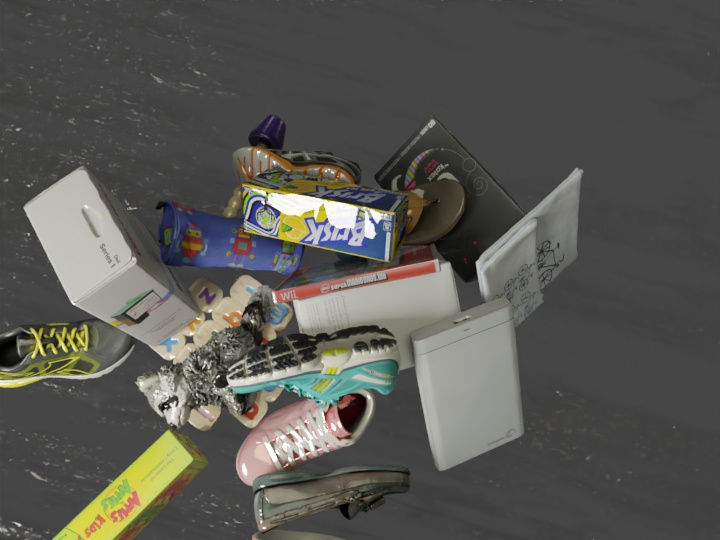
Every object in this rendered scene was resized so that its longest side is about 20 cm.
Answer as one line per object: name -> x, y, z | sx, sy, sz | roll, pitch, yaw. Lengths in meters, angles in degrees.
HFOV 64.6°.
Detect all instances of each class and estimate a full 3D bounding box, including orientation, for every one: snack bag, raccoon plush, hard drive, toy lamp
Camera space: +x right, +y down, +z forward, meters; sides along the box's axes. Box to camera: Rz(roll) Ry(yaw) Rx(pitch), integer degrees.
snack bag -> 0.235, -0.011, 0.769 | 0.199, 0.190, 0.021 | -40, 51, -14
raccoon plush -> -0.195, 0.111, 0.744 | 0.131, 0.098, 0.202 | 2, 39, 12
hard drive -> 0.138, 0.146, 0.715 | 0.129, 0.027, 0.204 | -19, 117, -12
toy lamp -> -0.163, -0.141, 0.848 | 0.057, 0.058, 0.204 | 19, 71, 2

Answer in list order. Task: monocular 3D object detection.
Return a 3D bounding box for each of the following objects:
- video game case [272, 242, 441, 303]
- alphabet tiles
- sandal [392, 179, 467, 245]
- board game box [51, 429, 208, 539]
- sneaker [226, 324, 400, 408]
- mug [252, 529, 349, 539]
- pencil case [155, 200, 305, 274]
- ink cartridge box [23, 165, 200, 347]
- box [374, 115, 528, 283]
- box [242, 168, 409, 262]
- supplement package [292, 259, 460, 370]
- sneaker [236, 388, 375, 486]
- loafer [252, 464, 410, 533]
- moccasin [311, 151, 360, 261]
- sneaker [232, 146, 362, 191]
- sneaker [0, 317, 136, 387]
video game case -> 0.000, 0.000, 0.712 | 0.195, 0.143, 0.018 | -12, 99, 7
alphabet tiles -> -0.183, 0.108, 0.777 | 0.194, 0.015, 0.201 | 34, 71, 10
sandal -> 0.042, -0.075, 0.742 | 0.195, 0.055, 0.084 | -5, 77, 10
board game box -> -0.274, 0.279, 0.661 | 0.048, 0.102, 0.200 | 43, 72, 12
sneaker -> -0.050, 0.118, 0.637 | 0.195, 0.078, 0.082 | -5, 109, -7
mug -> -0.088, 0.407, 0.634 | 0.174, 0.133, 0.205 | -3, 71, 29
pencil case -> -0.172, -0.040, 0.758 | 0.197, 0.086, 0.080 | 6, 92, -37
ink cartridge box -> -0.295, -0.007, 0.700 | 0.083, 0.201, 0.146 | -34, 70, -8
box -> 0.134, -0.098, 0.808 | 0.122, 0.106, 0.201 | -45, 77, 15
box -> -0.043, -0.071, 0.701 | 0.196, 0.066, 0.070 | 12, 30, 16
supplement package -> 0.020, 0.063, 0.739 | 0.196, 0.117, 0.120 | -14, 97, -9
sneaker -> -0.065, 0.198, 0.705 | 0.198, 0.105, 0.076 | -29, 86, -14
loafer -> -0.031, 0.277, 0.690 | 0.195, 0.072, 0.064 | 0, 56, -12
moccasin -> -0.028, -0.097, 0.831 | 0.067, 0.081, 0.203 | -19, 75, -20
sneaker -> -0.087, -0.130, 0.783 | 0.196, 0.080, 0.077 | 16, 34, 18
sneaker -> -0.388, 0.103, 0.724 | 0.196, 0.085, 0.076 | -15, 72, -10
